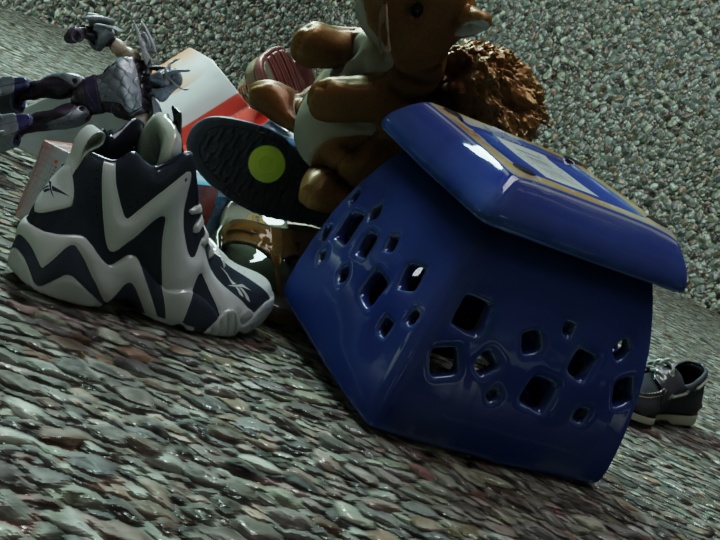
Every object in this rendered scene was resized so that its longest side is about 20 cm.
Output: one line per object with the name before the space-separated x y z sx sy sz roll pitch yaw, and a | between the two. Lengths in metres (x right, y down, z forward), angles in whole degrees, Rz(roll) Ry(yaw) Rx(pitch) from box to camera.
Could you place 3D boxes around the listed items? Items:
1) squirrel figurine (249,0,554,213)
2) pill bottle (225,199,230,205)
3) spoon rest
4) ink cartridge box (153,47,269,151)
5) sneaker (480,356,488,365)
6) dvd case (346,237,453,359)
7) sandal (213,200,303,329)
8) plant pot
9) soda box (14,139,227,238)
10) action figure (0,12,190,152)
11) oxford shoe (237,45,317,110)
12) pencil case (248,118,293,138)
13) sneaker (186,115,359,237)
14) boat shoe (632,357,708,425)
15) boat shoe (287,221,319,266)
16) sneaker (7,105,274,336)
squirrel figurine | 0.043 -0.145 0.894 0.200 0.187 0.142 11 37 -29
pill bottle | -0.091 -0.098 1.267 0.200 0.114 0.114 19 10 -25
spoon rest | -0.275 -0.127 1.098 0.200 0.100 0.061 11 16 38
ink cartridge box | -0.193 -0.141 1.147 0.050 0.162 0.200 62 -13 -27
sneaker | 0.139 0.040 1.118 0.073 0.071 0.200 7 36 3
dvd case | 0.034 -0.018 1.021 0.143 0.018 0.200 18 44 -8
sandal | -0.075 -0.019 0.949 0.082 0.055 0.200 16 25 -13
plant pot | 0.088 0.005 0.816 0.200 0.180 0.200 17 19 -28
soda box | -0.180 -0.055 0.941 0.068 0.064 0.200 26 10 17
action figure | -0.241 -0.145 1.009 0.200 0.130 0.069 -12 -18 2
oxford shoe | -0.091 -0.178 1.199 0.075 0.071 0.200 -18 0 11
pencil case | -0.018 -0.119 1.163 0.200 0.091 0.083 -13 9 -17
sneaker | -0.050 -0.073 0.977 0.200 0.066 0.078 19 8 -16
boat shoe | 0.273 0.106 1.135 0.073 0.063 0.200 30 11 39
boat shoe | 0.000 0.000 1.044 0.200 0.072 0.068 18 15 -1
sneaker | -0.118 -0.037 0.772 0.199 0.130 0.079 16 12 -39
